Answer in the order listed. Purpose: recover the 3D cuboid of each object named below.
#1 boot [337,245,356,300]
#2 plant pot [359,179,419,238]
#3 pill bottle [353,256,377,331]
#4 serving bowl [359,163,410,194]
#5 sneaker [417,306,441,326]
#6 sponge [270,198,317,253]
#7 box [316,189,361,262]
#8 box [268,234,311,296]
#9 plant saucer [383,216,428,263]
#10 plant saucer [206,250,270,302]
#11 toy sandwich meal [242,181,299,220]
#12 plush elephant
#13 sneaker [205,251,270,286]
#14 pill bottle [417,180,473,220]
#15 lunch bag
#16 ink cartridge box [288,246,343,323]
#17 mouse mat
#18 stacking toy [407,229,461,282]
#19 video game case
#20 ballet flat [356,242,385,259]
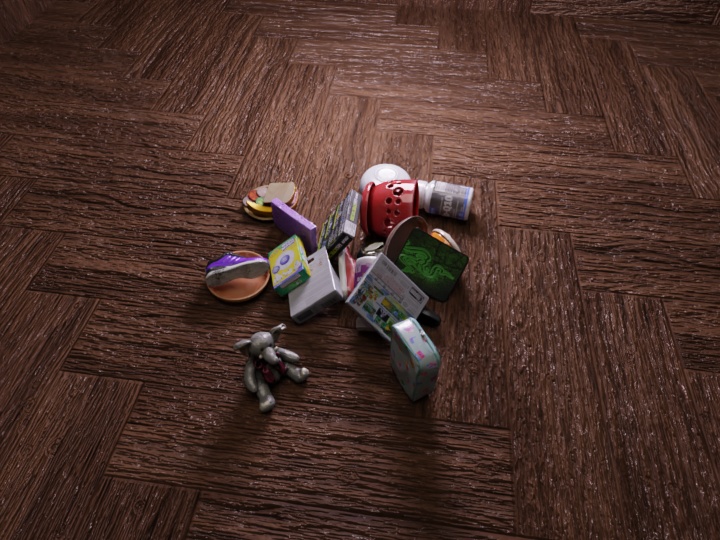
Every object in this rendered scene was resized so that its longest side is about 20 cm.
[{"bbox_3d":[0.000,0.000,1.652,0.142,0.073,0.203,-4,57,-5],"label":"boot"},{"bbox_3d":[0.098,-0.204,1.747,0.179,0.202,0.202,7,48,13],"label":"plant pot"},{"bbox_3d":[0.033,0.070,1.526,0.110,0.112,0.204,3,76,2],"label":"pill bottle"},{"bbox_3d":[0.095,-0.331,1.942,0.196,0.066,0.202,1,48,-1],"label":"serving bowl"},{"bbox_3d":[0.160,0.091,1.578,0.197,0.060,0.105,17,55,18],"label":"sneaker"},{"bbox_3d":[-0.221,-0.150,1.749,0.199,0.112,0.030,37,59,27],"label":"sponge"},{"bbox_3d":[-0.073,-0.130,1.688,0.047,0.193,0.202,26,46,-18],"label":"box"},{"bbox_3d":[-0.225,-0.026,1.641,0.116,0.048,0.201,-33,39,11],"label":"box"},{"bbox_3d":[0.136,-0.078,1.636,0.032,0.202,0.199,29,53,35],"label":"plant saucer"},{"bbox_3d":[-0.380,0.023,1.647,0.196,0.038,0.202,1,49,-1],"label":"plant saucer"},{"bbox_3d":[-0.320,-0.256,1.868,0.201,0.071,0.207,0,49,0],"label":"toy sandwich meal"},{"bbox_3d":[-0.245,0.230,1.388,0.163,0.156,0.200,-30,56,-24],"label":"plush elephant"},{"bbox_3d":[-0.381,-0.023,1.617,0.197,0.070,0.100,-12,48,-12],"label":"sneaker"},{"bbox_3d":[0.288,-0.250,1.841,0.197,0.115,0.115,12,49,11],"label":"pill bottle"},{"bbox_3d":[0.136,0.226,1.367,0.076,0.202,0.161,-17,49,-17],"label":"lunch bag"},{"bbox_3d":[-0.143,0.043,1.585,0.161,0.057,0.201,-31,37,13],"label":"ink cartridge box"},{"bbox_3d":[0.211,-0.016,1.601,0.198,0.163,0.008,29,9,1],"label":"mouse mat"},{"bbox_3d":[0.210,-0.019,1.649,0.199,0.147,0.146,-37,57,-10],"label":"stacking toy"},{"bbox_3d":[0.078,0.084,1.470,0.200,0.022,0.183,43,65,-14],"label":"video game case"},{"bbox_3d":[0.085,-0.065,1.708,0.196,0.074,0.074,-8,49,-8],"label":"ballet flat"}]
